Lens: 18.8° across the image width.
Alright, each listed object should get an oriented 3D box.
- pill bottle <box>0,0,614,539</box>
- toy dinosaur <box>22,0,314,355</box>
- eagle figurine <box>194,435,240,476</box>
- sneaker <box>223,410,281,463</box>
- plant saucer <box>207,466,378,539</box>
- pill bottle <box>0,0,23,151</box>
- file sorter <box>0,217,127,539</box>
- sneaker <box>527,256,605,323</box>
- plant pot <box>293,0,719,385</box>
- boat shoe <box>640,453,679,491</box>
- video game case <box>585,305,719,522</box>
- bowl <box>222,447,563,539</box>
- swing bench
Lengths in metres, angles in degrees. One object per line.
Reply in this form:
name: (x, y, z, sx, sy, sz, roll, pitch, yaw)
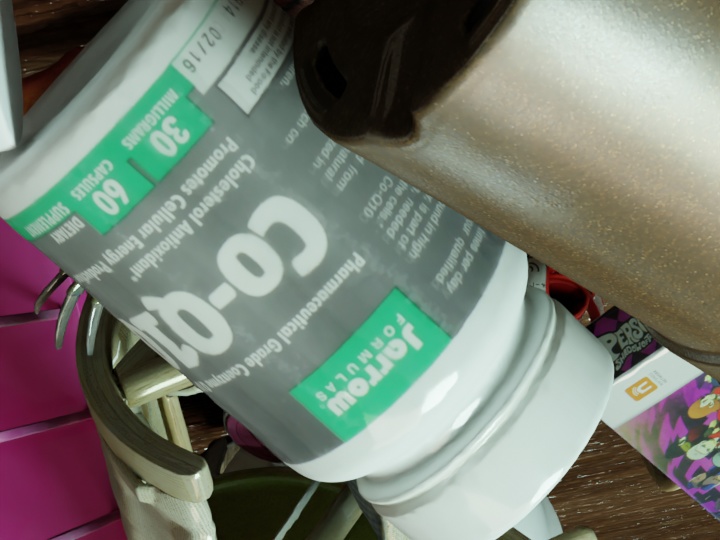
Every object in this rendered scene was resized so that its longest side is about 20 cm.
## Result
pill bottle: (-0.017, -0.002, 0.726, 0.200, 0.113, 0.113, 41, 140, -15)
toy dinosaur: (-0.079, -0.076, 0.826, 0.181, 0.201, 0.105, 10, -158, 5)
eagle figurine: (-0.105, 0.130, 1.280, 0.151, 0.151, 0.200, -30, 143, 23)
sneaker: (0.000, 0.000, 1.042, 0.074, 0.088, 0.200, 26, 121, -27)
plant saucer: (-0.049, 0.158, 0.994, 0.199, 0.200, 0.031, -10, 133, 1)
pill bottle: (-0.210, -0.068, 0.668, 0.199, 0.116, 0.116, -9, 161, -2)
file sorter: (-0.189, 0.082, 0.930, 0.139, 0.201, 0.125, -16, 178, 18)
sneaker: (0.089, 0.044, 1.198, 0.108, 0.067, 0.201, -10, 159, 18)
plant pot: (0.099, -0.073, 0.675, 0.198, 0.201, 0.200, 24, 146, -27)
boat shoe: (0.185, 0.037, 1.033, 0.072, 0.072, 0.200, -8, 143, -19)
video game case: (0.204, 0.034, 0.921, 0.181, 0.036, 0.200, -35, 139, 13)
bowl: (0.005, 0.124, 1.112, 0.200, 0.201, 0.091, -9, 132, -2)
swing bench: (-0.020, 0.076, 0.904, 0.200, 0.130, 0.199, -35, 135, -27)
